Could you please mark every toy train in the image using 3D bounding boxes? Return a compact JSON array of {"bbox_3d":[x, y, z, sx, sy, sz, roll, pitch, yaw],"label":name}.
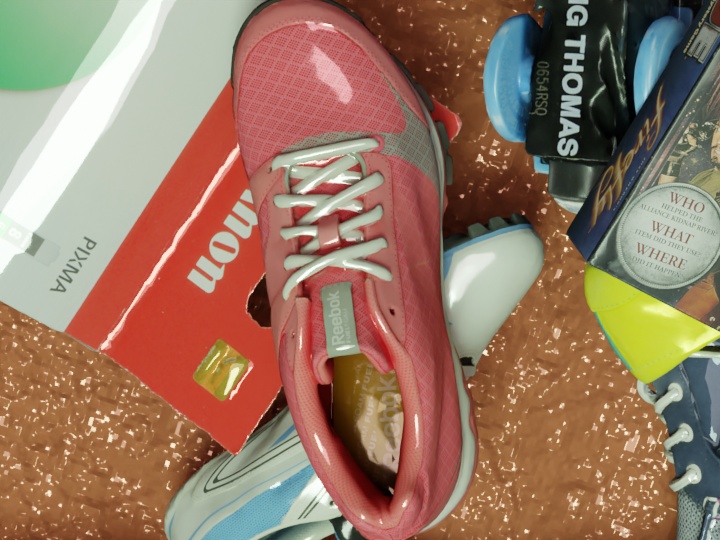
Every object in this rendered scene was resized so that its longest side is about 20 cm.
[{"bbox_3d":[0.101,-0.120,0.746,0.086,0.114,0.201,6,96,32],"label":"toy train"}]

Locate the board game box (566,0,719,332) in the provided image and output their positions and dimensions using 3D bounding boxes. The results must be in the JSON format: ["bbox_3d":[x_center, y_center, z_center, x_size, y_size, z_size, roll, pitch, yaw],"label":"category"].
[{"bbox_3d":[0.189,-0.021,0.694,0.200,0.035,0.136,26,104,-16],"label":"board game box"}]

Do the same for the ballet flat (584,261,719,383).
[{"bbox_3d":[0.180,-0.007,0.749,0.199,0.067,0.067,-16,97,-2],"label":"ballet flat"}]

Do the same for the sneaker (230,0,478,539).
[{"bbox_3d":[0.000,0.000,0.720,0.073,0.087,0.201,-13,94,8],"label":"sneaker"}]

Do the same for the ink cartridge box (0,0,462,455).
[{"bbox_3d":[-0.088,-0.050,0.776,0.200,0.050,0.161,37,101,13],"label":"ink cartridge box"}]

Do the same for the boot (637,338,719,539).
[{"bbox_3d":[0.139,0.060,0.811,0.090,0.073,0.200,26,93,3],"label":"boot"}]

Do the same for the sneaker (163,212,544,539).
[{"bbox_3d":[0.006,0.060,0.802,0.200,0.072,0.073,-47,67,16],"label":"sneaker"}]
